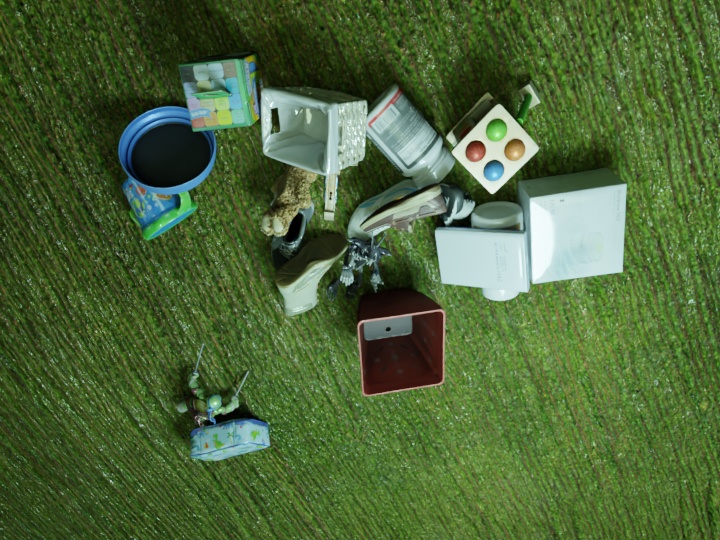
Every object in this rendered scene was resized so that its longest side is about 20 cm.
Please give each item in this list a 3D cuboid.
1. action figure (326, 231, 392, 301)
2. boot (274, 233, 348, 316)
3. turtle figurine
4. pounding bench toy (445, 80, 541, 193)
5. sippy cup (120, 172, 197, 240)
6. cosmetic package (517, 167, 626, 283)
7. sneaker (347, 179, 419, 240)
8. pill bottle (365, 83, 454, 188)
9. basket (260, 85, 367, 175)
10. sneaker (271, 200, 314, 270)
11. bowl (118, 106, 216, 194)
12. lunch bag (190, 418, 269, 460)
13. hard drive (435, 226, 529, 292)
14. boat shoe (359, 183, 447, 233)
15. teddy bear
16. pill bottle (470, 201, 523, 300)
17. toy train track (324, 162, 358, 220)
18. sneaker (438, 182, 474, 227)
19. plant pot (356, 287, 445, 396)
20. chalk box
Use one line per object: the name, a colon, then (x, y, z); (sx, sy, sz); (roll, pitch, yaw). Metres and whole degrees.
action figure: (0.000, 0.000, 1.236); (0.117, 0.104, 0.201); (13, 138, -23)
boot: (-0.111, 0.012, 1.284); (0.072, 0.199, 0.156); (42, 155, 25)
turtle figurine: (-0.406, 0.335, 1.466); (0.142, 0.204, 0.193); (15, 145, -35)
pounding bench toy: (0.287, -0.283, 1.076); (0.124, 0.157, 0.200); (39, 112, -15)
sippy cup: (-0.457, -0.160, 1.204); (0.176, 0.140, 0.132); (-33, 99, 5)
cosmetic package: (0.457, -0.097, 1.176); (0.195, 0.124, 0.203); (-9, 116, 6)
sneaker: (0.048, -0.127, 1.209); (0.198, 0.081, 0.077); (-36, 111, 20)
pill bottle: (0.098, -0.271, 1.117); (0.113, 0.114, 0.200); (-40, 108, 20)
basket: (-0.091, -0.285, 1.071); (0.198, 0.122, 0.138); (25, 124, 35)
sneaker: (-0.167, -0.067, 1.232); (0.074, 0.116, 0.203); (18, 116, -6)
bowl: (-0.400, -0.250, 1.130); (0.196, 0.205, 0.040); (9, 157, -1)
lunch bag: (-0.359, 0.469, 1.492); (0.196, 0.084, 0.161); (-17, 153, 13)
hard drive: (0.262, -0.026, 1.164); (0.197, 0.025, 0.135); (6, 120, 34)
boat shoe: (0.088, -0.109, 1.115); (0.197, 0.072, 0.073); (-23, 104, 29)
teddy bear: (-0.150, -0.162, 1.171); (0.066, 0.204, 0.144); (30, 151, -32)
pill bottle: (0.311, -0.042, 1.215); (0.112, 0.115, 0.204); (-7, 116, 7)
toy train track: (-0.065, -0.205, 1.204); (0.112, 0.033, 0.204); (6, 117, 1)
sneaker: (0.203, -0.150, 1.144); (0.079, 0.200, 0.075); (-23, 83, 3)
plant pot: (0.081, 0.147, 1.275); (0.195, 0.177, 0.204); (-7, 117, -7)
chalk box: (-0.268, -0.349, 1.054); (0.122, 0.201, 0.126); (-3, 116, 5)
